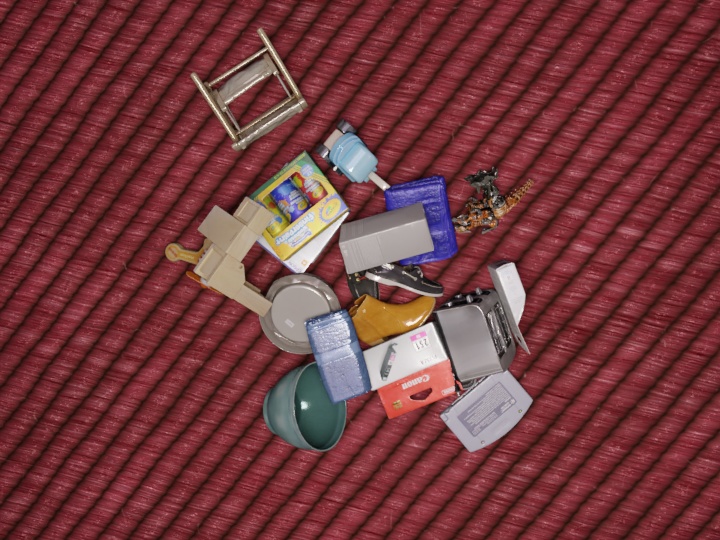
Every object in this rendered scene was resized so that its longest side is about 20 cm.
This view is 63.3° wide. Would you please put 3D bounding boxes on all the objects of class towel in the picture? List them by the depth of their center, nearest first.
[{"bbox_3d":[-0.050,0.196,1.343,0.111,0.049,0.202,-17,92,4],"label":"towel"},{"bbox_3d":[0.142,-0.110,1.355,0.146,0.050,0.201,-13,116,4],"label":"towel"}]

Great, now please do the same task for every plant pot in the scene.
[{"bbox_3d":[-0.143,0.323,1.375,0.133,0.200,0.202,-13,92,31],"label":"plant pot"}]

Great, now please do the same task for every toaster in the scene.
[{"bbox_3d":[0.261,0.149,1.320,0.118,0.181,0.202,-18,91,27],"label":"toaster"}]

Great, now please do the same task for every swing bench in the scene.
[{"bbox_3d":[-0.251,-0.413,1.369,0.198,0.130,0.201,-31,96,4],"label":"swing bench"}]

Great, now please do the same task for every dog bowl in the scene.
[{"bbox_3d":[-0.140,0.097,1.397,0.198,0.059,0.202,1,107,4],"label":"dog bowl"}]

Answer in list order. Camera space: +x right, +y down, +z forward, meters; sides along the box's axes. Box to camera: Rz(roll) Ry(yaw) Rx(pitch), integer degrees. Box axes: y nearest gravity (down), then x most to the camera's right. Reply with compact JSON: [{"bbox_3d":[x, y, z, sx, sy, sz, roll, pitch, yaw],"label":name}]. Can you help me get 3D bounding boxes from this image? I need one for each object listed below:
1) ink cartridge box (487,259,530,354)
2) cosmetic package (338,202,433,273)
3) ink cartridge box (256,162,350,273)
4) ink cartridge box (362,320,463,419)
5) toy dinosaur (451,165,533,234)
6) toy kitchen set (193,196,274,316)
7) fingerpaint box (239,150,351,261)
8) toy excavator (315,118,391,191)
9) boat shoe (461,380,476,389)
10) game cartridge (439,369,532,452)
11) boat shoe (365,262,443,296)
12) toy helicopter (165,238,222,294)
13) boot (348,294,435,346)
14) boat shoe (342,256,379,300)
[{"bbox_3d":[0.352,0.077,1.330,0.047,0.160,0.201,-22,91,6],"label":"ink cartridge box"},{"bbox_3d":[0.057,-0.074,1.295,0.198,0.107,0.091,-12,116,9],"label":"cosmetic package"},{"bbox_3d":[-0.159,-0.122,1.416,0.199,0.041,0.200,39,96,2],"label":"ink cartridge box"},{"bbox_3d":[0.114,0.235,1.353,0.199,0.044,0.175,-25,85,13],"label":"ink cartridge box"},{"bbox_3d":[0.304,-0.165,1.372,0.199,0.102,0.136,-31,106,-13],"label":"toy dinosaur"},{"bbox_3d":[-0.263,-0.044,1.336,0.201,0.163,0.180,-55,133,-4],"label":"toy kitchen set"},{"bbox_3d":[-0.150,-0.147,1.356,0.199,0.073,0.167,-37,89,7],"label":"fingerpaint box"},{"bbox_3d":[0.015,-0.230,1.362,0.100,0.194,0.200,-47,61,4],"label":"toy excavator"},{"bbox_3d":[0.182,0.247,1.401,0.198,0.057,0.069,14,93,4],"label":"boat shoe"},{"bbox_3d":[0.308,0.337,1.408,0.200,0.041,0.133,-41,86,5],"label":"game cartridge"},{"bbox_3d":[0.110,0.012,1.371,0.198,0.074,0.061,16,99,-12],"label":"boat shoe"},{"bbox_3d":[-0.390,-0.018,1.433,0.198,0.079,0.133,13,103,14],"label":"toy helicopter"},{"bbox_3d":[0.065,0.096,1.372,0.201,0.071,0.144,-42,118,11],"label":"boot"},{"bbox_3d":[-0.003,0.001,1.402,0.073,0.063,0.203,-15,93,0],"label":"boat shoe"}]
